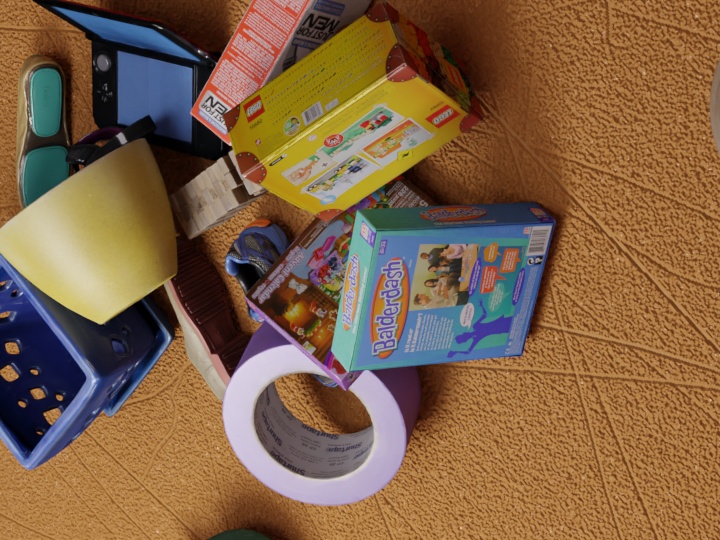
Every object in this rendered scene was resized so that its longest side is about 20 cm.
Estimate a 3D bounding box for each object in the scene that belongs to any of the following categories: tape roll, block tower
[{"bbox_3d":[-0.040,0.141,1.777,0.198,0.085,0.202,7,120,11],"label":"tape roll"},{"bbox_3d":[-0.121,-0.105,1.820,0.199,0.058,0.054,-31,86,38],"label":"block tower"}]

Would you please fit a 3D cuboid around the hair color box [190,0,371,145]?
[{"bbox_3d":[-0.073,-0.220,1.672,0.064,0.111,0.201,39,108,21],"label":"hair color box"}]

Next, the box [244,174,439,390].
[{"bbox_3d":[0.000,0.000,1.691,0.137,0.200,0.039,39,170,19],"label":"box"}]

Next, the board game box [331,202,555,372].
[{"bbox_3d":[0.079,0.014,1.619,0.045,0.198,0.154,47,132,50],"label":"board game box"}]

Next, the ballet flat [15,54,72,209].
[{"bbox_3d":[-0.377,-0.159,2.002,0.063,0.068,0.202,41,128,54],"label":"ballet flat"}]

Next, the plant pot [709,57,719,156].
[{"bbox_3d":[0.374,-0.125,1.413,0.199,0.092,0.203,14,114,32],"label":"plant pot"}]

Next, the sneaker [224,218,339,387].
[{"bbox_3d":[-0.082,0.045,1.823,0.201,0.078,0.075,53,131,2],"label":"sneaker"}]

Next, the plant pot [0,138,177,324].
[{"bbox_3d":[-0.277,-0.029,1.833,0.199,0.200,0.143,-33,93,39],"label":"plant pot"}]

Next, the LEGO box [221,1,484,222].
[{"bbox_3d":[-0.006,-0.146,1.613,0.199,0.149,0.078,-32,59,21],"label":"LEGO box"}]

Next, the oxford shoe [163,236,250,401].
[{"bbox_3d":[-0.186,0.060,1.919,0.075,0.070,0.202,-30,85,46],"label":"oxford shoe"}]

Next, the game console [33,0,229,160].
[{"bbox_3d":[-0.250,-0.209,1.840,0.198,0.118,0.174,17,115,32],"label":"game console"}]

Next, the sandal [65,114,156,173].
[{"bbox_3d":[-0.290,-0.139,1.907,0.048,0.075,0.200,56,142,-3],"label":"sandal"}]

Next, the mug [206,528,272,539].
[{"bbox_3d":[-0.151,0.369,1.969,0.185,0.114,0.153,42,127,19],"label":"mug"}]

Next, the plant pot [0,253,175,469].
[{"bbox_3d":[-0.343,0.080,1.972,0.200,0.179,0.200,50,128,12],"label":"plant pot"}]
